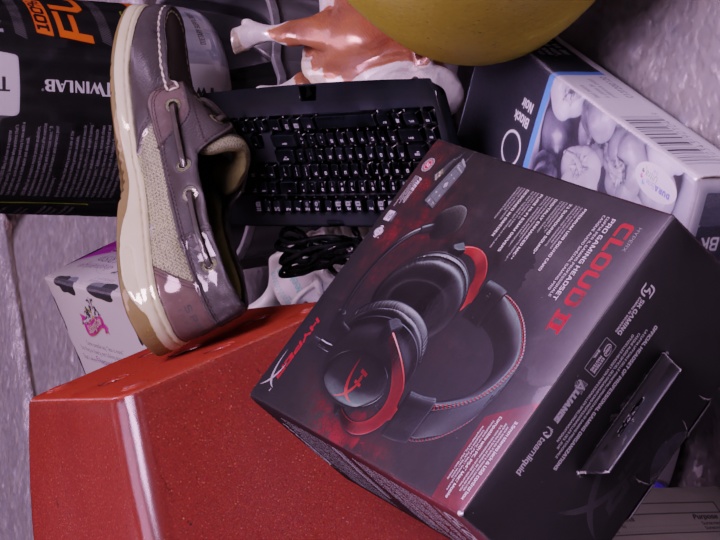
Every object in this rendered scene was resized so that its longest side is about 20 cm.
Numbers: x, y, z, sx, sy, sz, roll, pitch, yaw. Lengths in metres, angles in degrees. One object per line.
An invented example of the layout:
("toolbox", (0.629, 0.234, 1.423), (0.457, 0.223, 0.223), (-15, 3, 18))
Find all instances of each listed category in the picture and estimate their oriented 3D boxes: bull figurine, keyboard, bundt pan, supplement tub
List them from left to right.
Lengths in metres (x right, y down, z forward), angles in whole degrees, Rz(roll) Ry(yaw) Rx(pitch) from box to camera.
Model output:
("supplement tub", (-0.182, -0.092, 1.345), (0.122, 0.199, 0.123), (-2, 88, 62))
("bundt pan", (-0.057, -0.097, 1.401), (0.202, 0.075, 0.203), (1, 91, 63))
("keyboard", (-0.021, -0.040, 1.201), (0.200, 0.040, 0.105), (1, 113, 53))
("bull figurine", (-0.003, -0.138, 1.255), (0.065, 0.121, 0.201), (66, -159, -52))

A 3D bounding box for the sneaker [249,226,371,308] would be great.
("sneaker", (0.000, 0.000, 1.283), (0.200, 0.080, 0.071), (-52, 44, 43))

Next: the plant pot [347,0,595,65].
("plant pot", (0.050, -0.178, 1.103), (0.142, 0.199, 0.201), (85, 168, -55))

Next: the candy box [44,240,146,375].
("candy box", (-0.104, 0.085, 1.424), (0.136, 0.061, 0.201), (11, 125, 62))

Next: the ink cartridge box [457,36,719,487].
("ink cartridge box", (0.096, 0.009, 1.137), (0.198, 0.043, 0.201), (44, 128, 53))

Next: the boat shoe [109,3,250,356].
("boat shoe", (-0.087, -0.052, 1.221), (0.072, 0.066, 0.202), (60, -159, -56))

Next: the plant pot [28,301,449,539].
("plant pot", (-0.059, 0.120, 1.213), (0.200, 0.199, 0.177), (-6, 104, 62))

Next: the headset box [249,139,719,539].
("headset box", (0.064, 0.039, 1.008), (0.149, 0.075, 0.200), (-53, 32, -8))

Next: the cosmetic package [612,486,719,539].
("cosmetic package", (0.140, 0.181, 0.983), (0.200, 0.103, 0.073), (60, 140, 46))
